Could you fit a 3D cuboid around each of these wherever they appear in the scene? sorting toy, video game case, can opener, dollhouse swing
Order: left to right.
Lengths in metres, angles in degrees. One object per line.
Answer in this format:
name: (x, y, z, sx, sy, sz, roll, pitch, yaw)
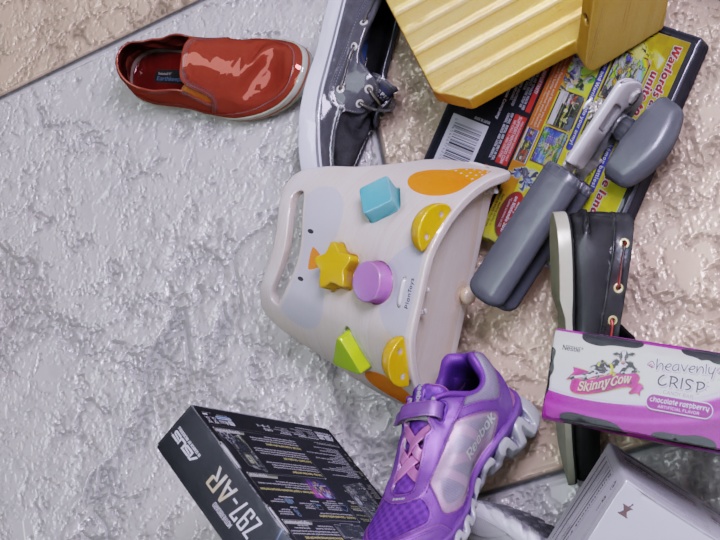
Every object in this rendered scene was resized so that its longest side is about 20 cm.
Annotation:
sorting toy: (0.000, 0.000, 1.190, 0.179, 0.106, 0.202, 17, 99, 37)
dollhouse swing: (0.109, -0.255, 1.142, 0.174, 0.182, 0.201, -19, 60, -8)
video game case: (0.149, -0.110, 1.188, 0.180, 0.025, 0.202, 25, 92, 31)
can opener: (0.155, -0.053, 1.126, 0.066, 0.053, 0.201, 42, 101, 28)

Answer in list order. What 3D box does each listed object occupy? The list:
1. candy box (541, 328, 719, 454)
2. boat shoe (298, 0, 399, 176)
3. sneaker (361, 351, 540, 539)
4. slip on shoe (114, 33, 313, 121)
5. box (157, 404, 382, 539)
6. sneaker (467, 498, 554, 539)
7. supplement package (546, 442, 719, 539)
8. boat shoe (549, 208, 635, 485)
candy box: (0.219, 0.087, 1.005, 0.135, 0.200, 0.062, 8, 84, 29)
boat shoe: (0.002, -0.155, 1.261, 0.066, 0.070, 0.202, 4, 74, 31)
sneaker: (0.052, 0.131, 1.097, 0.080, 0.089, 0.200, -6, 32, 41)
slip on shoe: (-0.131, -0.174, 1.339, 0.198, 0.061, 0.075, 6, 81, 29)
box: (-0.041, 0.179, 1.134, 0.044, 0.199, 0.160, -47, 63, 13)
sneaker: (0.128, 0.232, 1.099, 0.199, 0.075, 0.083, 34, 95, 30)
supplement package: (0.207, 0.238, 0.986, 0.199, 0.111, 0.157, 32, 97, 1)
boat shoe: (0.168, 0.057, 1.100, 0.062, 0.074, 0.204, -1, 101, -1)
